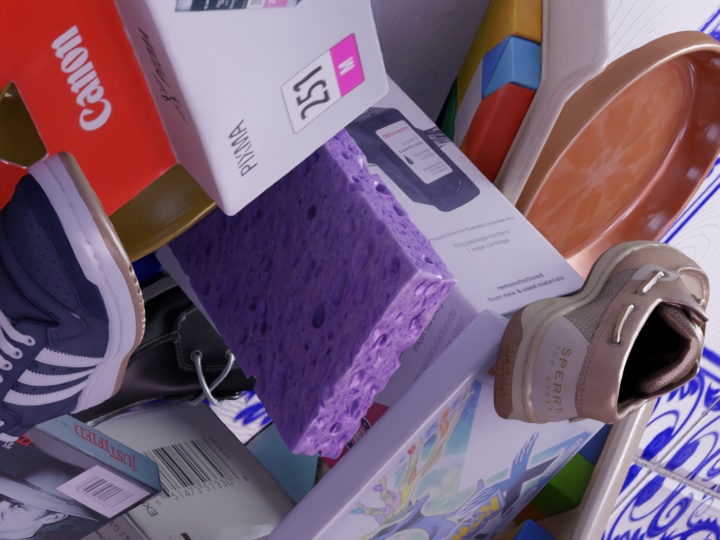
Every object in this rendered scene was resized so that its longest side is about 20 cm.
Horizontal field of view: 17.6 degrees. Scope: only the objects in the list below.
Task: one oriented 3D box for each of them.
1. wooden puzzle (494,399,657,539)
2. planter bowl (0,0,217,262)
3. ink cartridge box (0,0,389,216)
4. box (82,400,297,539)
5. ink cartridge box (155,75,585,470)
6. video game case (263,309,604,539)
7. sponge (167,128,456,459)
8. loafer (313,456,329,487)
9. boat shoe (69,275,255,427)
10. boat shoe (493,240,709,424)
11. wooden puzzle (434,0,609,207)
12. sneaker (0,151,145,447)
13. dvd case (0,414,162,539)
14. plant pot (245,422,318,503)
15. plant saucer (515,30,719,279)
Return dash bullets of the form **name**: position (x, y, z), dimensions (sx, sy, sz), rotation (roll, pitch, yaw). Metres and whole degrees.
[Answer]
- **wooden puzzle**: position (0.067, 0.150, 1.259), dimensions (0.200, 0.046, 0.185), rotation (-34, -155, 54)
- **planter bowl**: position (-0.109, -0.095, 0.995), dimensions (0.200, 0.083, 0.200), rotation (-34, 154, -19)
- **ink cartridge box**: position (-0.077, -0.081, 0.916), dimensions (0.174, 0.044, 0.200), rotation (-40, 155, -12)
- **box**: position (-0.144, 0.188, 1.355), dimensions (0.128, 0.109, 0.200), rotation (-9, 139, -52)
- **ink cartridge box**: position (0.000, 0.000, 1.173), dimensions (0.084, 0.200, 0.145), rotation (-15, 143, -42)
- **video game case**: position (0.031, 0.112, 1.130), dimensions (0.200, 0.022, 0.182), rotation (-47, 154, 8)
- **sponge**: position (-0.037, -0.020, 1.086), dimensions (0.030, 0.200, 0.112), rotation (8, 125, -39)
- **loafer**: position (0.015, 0.079, 1.370), dimensions (0.076, 0.068, 0.200), rotation (102, -3, -77)
- **boat shoe**: position (-0.085, 0.040, 1.266), dimensions (0.200, 0.068, 0.072), rotation (-27, 152, -31)
- **boat shoe**: position (0.130, 0.035, 1.088), dimensions (0.200, 0.064, 0.071), rotation (-27, 124, -58)
- **wooden puzzle**: position (0.070, -0.085, 1.233), dimensions (0.185, 0.037, 0.200), rotation (-84, -161, -52)
- **sneaker**: position (-0.150, 0.026, 0.925), dimensions (0.108, 0.070, 0.200), rotation (-23, 163, -17)
- **dvd case**: position (-0.215, 0.117, 1.105), dimensions (0.200, 0.022, 0.146), rotation (-30, 141, 24)
- **plant pot**: position (0.000, 0.198, 1.530), dimensions (0.200, 0.161, 0.201), rotation (-34, 154, -19)
- **plant saucer**: position (0.150, -0.061, 1.402), dimensions (0.200, 0.032, 0.200), rotation (-35, 150, -23)
